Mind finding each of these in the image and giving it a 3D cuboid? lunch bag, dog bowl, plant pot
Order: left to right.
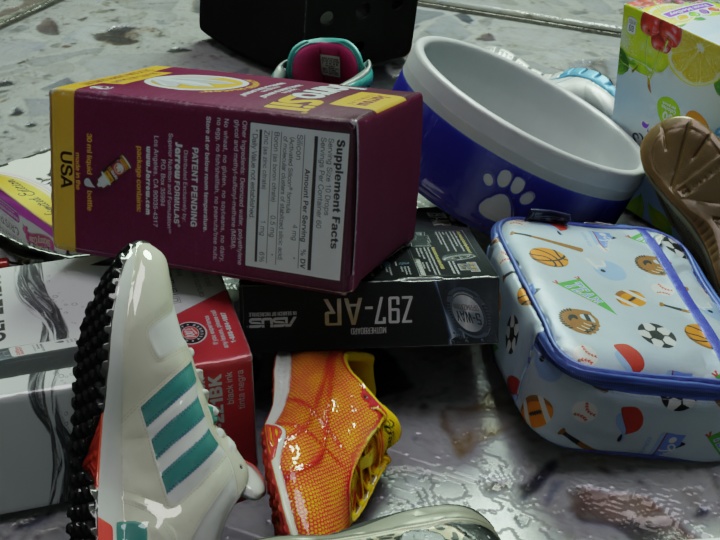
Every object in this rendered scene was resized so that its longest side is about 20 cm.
[{"bbox_3d":[-0.041,-0.310,1.243,0.198,0.201,0.178,-16,45,-26],"label":"plant pot"},{"bbox_3d":[0.113,-0.095,0.910,0.199,0.079,0.201,24,24,-11],"label":"dog bowl"},{"bbox_3d":[0.164,0.034,0.768,0.159,0.076,0.201,5,32,-10],"label":"lunch bag"}]

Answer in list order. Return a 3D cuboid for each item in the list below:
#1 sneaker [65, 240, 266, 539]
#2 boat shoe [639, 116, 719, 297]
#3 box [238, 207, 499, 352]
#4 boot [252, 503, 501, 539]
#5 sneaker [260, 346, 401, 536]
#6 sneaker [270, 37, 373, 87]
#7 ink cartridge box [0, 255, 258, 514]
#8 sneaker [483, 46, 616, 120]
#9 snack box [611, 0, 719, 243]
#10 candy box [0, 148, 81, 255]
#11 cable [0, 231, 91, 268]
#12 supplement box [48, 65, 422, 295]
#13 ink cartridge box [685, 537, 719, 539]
[{"bbox_3d":[-0.097,0.087,0.619,0.093,0.202,0.070,8,-19,-25],"label":"sneaker"},{"bbox_3d":[0.266,-0.017,0.832,0.071,0.065,0.201,-30,66,7],"label":"boat shoe"},{"bbox_3d":[0.000,0.000,0.810,0.158,0.044,0.200,-2,15,-4],"label":"box"},{"bbox_3d":[-0.006,0.168,0.505,0.202,0.074,0.154,-15,14,-16],"label":"boot"},{"bbox_3d":[-0.015,0.100,0.667,0.076,0.074,0.201,-3,31,2],"label":"sneaker"},{"bbox_3d":[-0.020,-0.126,0.964,0.083,0.122,0.200,2,15,14],"label":"sneaker"},{"bbox_3d":[-0.173,0.062,0.719,0.198,0.084,0.145,-9,32,-15],"label":"ink cartridge box"},{"bbox_3d":[0.150,-0.142,1.082,0.086,0.076,0.199,-31,35,-30],"label":"sneaker"},{"bbox_3d":[0.277,-0.096,0.898,0.067,0.170,0.200,-17,37,-24],"label":"snack box"},{"bbox_3d":[-0.176,-0.059,0.942,0.199,0.061,0.136,-26,40,-35],"label":"candy box"},{"bbox_3d":[-0.220,0.004,0.821,0.199,0.098,0.050,-14,-3,-32],"label":"cable"},{"bbox_3d":[-0.075,-0.063,0.745,0.198,0.104,0.131,9,17,17],"label":"supplement box"},{"bbox_3d":[0.178,0.180,0.560,0.198,0.051,0.109,-3,32,-3],"label":"ink cartridge box"}]
